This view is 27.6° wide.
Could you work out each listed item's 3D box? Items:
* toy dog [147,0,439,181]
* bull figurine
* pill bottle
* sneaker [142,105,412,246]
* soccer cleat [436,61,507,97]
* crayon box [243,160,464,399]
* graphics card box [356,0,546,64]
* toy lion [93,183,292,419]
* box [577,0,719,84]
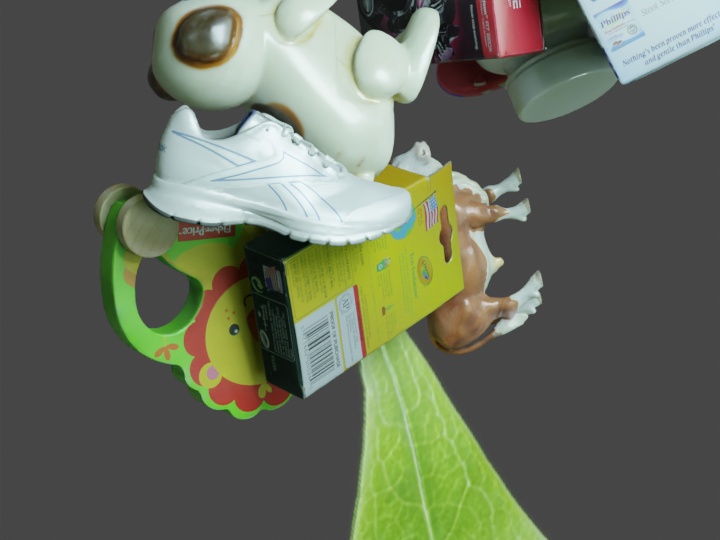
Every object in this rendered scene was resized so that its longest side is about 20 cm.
[{"bbox_3d":[-0.068,-0.154,1.148,0.199,0.139,0.196,20,78,-21],"label":"toy dog"},{"bbox_3d":[0.091,-0.026,1.286,0.120,0.065,0.202,-11,110,1],"label":"bull figurine"},{"bbox_3d":[0.136,-0.233,1.230,0.119,0.120,0.201,-12,74,-32],"label":"pill bottle"},{"bbox_3d":[-0.056,-0.068,1.070,0.198,0.075,0.088,8,100,-12],"label":"sneaker"},{"bbox_3d":[0.151,-0.216,1.327,0.200,0.077,0.067,-40,79,-10],"label":"soccer cleat"},{"bbox_3d":[0.000,0.000,1.188,0.199,0.051,0.128,-31,126,-37],"label":"crayon box"},{"bbox_3d":[0.065,-0.231,1.183,0.051,0.199,0.127,-14,102,-29],"label":"graphics card box"},{"bbox_3d":[-0.112,0.026,1.175,0.199,0.068,0.194,-5,104,-33],"label":"toy lion"},{"bbox_3d":[0.205,-0.264,1.114,0.201,0.104,0.184,61,20,-8],"label":"box"}]
